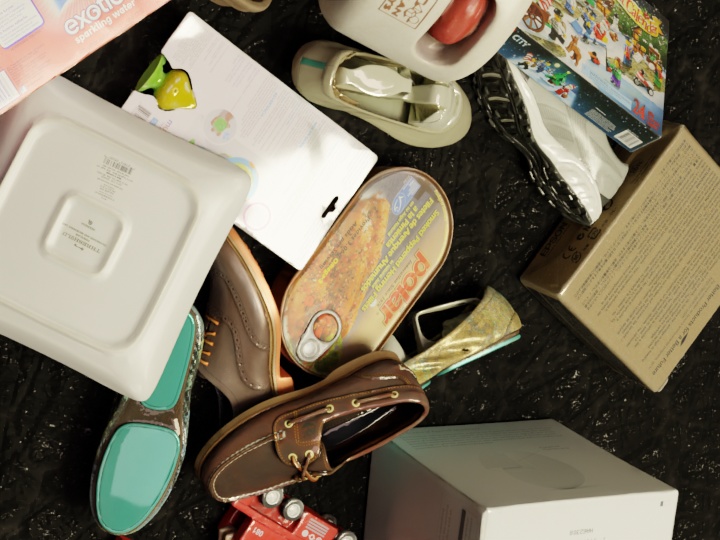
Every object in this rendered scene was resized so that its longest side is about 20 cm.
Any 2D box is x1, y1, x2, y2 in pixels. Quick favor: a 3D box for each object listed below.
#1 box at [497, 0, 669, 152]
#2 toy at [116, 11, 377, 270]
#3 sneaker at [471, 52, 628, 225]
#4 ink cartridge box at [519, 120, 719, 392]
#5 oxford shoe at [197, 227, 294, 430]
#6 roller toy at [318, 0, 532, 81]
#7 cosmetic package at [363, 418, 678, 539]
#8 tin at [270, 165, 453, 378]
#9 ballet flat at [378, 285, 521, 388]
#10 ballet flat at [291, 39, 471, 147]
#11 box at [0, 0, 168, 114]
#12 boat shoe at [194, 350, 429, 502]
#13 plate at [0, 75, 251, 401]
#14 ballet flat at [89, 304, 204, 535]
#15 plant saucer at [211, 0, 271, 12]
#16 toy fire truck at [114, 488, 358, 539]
[{"bbox_3d":[0.188,-0.212,1.308,0.199,0.038,0.137,31,54,-30],"label":"box"},{"bbox_3d":[-0.097,-0.105,1.222,0.200,0.047,0.116,36,88,-25],"label":"toy"},{"bbox_3d":[0.168,-0.136,1.333,0.079,0.074,0.201,-44,115,-14],"label":"sneaker"},{"bbox_3d":[0.271,-0.016,1.415,0.165,0.075,0.200,42,81,-30],"label":"ink cartridge box"},{"bbox_3d":[-0.106,0.055,1.243,0.072,0.071,0.201,-20,111,-17],"label":"oxford shoe"},{"bbox_3d":[0.055,-0.254,1.178,0.139,0.200,0.184,24,88,-21],"label":"roller toy"},{"bbox_3d":[0.136,0.222,1.331,0.198,0.200,0.124,0,105,-27],"label":"cosmetic package"},{"bbox_3d":[0.000,0.000,1.296,0.112,0.042,0.200,43,77,-24],"label":"tin"},{"bbox_3d":[0.051,0.075,1.336,0.199,0.071,0.071,-29,113,-18],"label":"ballet flat"},{"bbox_3d":[0.034,-0.145,1.249,0.199,0.069,0.070,9,98,-38],"label":"ballet flat"},{"bbox_3d":[-0.231,-0.208,1.100,0.200,0.095,0.103,-38,116,-15],"label":"box"},{"bbox_3d":[-0.039,0.136,1.235,0.199,0.070,0.071,-30,136,-7],"label":"boat shoe"},{"bbox_3d":[-0.210,-0.028,1.150,0.198,0.032,0.201,26,89,-7],"label":"plate"},{"bbox_3d":[-0.172,0.114,1.223,0.074,0.074,0.201,16,98,-29],"label":"ballet flat"},{"bbox_3d":[-0.124,-0.279,1.102,0.029,0.201,0.201,-22,116,17],"label":"plant saucer"},{"bbox_3d":[-0.105,0.247,1.300,0.200,0.049,0.142,36,85,-30],"label":"toy fire truck"}]
